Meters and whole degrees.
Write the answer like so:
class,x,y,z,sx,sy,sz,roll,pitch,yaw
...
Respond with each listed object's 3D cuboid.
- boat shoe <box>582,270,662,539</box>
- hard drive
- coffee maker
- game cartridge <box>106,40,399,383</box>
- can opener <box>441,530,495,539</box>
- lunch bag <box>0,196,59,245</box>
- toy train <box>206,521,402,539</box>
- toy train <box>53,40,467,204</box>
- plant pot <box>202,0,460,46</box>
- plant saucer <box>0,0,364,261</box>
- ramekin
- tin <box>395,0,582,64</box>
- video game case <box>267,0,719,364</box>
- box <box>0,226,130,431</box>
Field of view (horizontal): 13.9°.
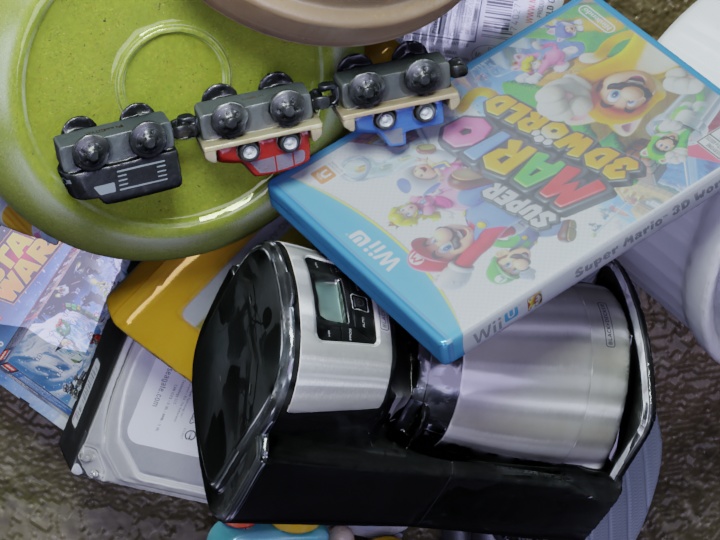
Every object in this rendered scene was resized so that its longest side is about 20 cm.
class,x,y,z,sx,sy,sz,roll,pitch,yaw
boat shoe,0.120,0.073,1.605,0.072,0.062,0.200,-24,127,-31
hard drive,-0.044,0.063,1.568,0.200,0.038,0.140,15,110,-26
coffee maker,0.022,0.078,1.459,0.200,0.135,0.192,5,118,-19
game cartridge,0.000,0.000,1.503,0.200,0.032,0.176,-44,121,12
can opener,0.083,0.195,1.652,0.067,0.053,0.200,-14,110,-35
lunch bag,-0.181,-0.139,1.464,0.169,0.127,0.200,19,110,10
toy train,-0.028,0.202,1.597,0.150,0.056,0.200,-45,124,12
toy train,-0.044,-0.066,1.383,0.200,0.034,0.046,-14,118,-11
plant pot,-0.009,-0.210,1.347,0.201,0.093,0.201,6,71,-17
plant saucer,-0.091,-0.093,1.395,0.200,0.031,0.200,-5,112,-13
ramekin,0.208,-0.058,1.510,0.098,0.200,0.201,37,103,30
tin,0.015,-0.155,1.476,0.200,0.042,0.112,7,101,-7
video game case,0.076,-0.048,1.399,0.200,0.143,0.018,-32,140,-19
box,-0.120,-0.011,1.566,0.137,0.040,0.200,38,99,-16
